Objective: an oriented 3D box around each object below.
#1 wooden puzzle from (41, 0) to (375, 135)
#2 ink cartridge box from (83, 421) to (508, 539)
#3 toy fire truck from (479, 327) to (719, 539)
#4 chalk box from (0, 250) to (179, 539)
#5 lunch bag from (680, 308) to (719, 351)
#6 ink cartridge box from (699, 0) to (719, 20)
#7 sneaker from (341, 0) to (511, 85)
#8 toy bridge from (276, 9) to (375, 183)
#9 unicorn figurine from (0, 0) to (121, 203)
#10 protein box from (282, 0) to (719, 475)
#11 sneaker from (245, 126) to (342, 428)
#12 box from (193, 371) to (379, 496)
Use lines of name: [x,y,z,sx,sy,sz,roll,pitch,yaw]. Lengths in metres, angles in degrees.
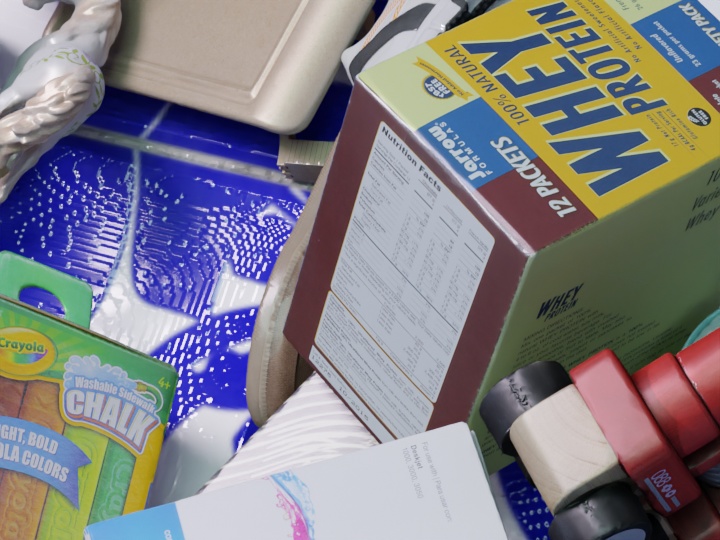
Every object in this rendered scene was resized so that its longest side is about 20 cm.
wooden puzzle: [-0.070,-0.175,1.750,0.199,0.037,0.186,19,74,36]
ink cartridge box: [-0.023,0.171,1.499,0.199,0.145,0.085,-16,51,-6]
toy fire truck: [0.171,0.060,1.458,0.199,0.176,0.129,-32,61,5]
chalk box: [-0.186,0.090,1.622,0.124,0.124,0.201,-14,59,56]
lunch bag: [0.206,0.126,1.563,0.160,0.077,0.201,25,77,21]
ink cartridge box: [0.167,-0.144,1.694,0.161,0.050,0.200,-40,68,-4]
sneaker: [0.063,-0.165,1.692,0.080,0.074,0.200,16,56,44]
toy bridge: [-0.026,-0.148,1.752,0.067,0.027,0.201,4,70,16]
unicorn figurine: [-0.180,-0.109,1.705,0.137,0.074,0.200,-47,30,6]
protein box: [0.090,-0.024,1.544,0.198,0.201,0.135,-27,61,-33]
sneaker: [0.000,0.000,1.665,0.075,0.070,0.201,16,75,18]
box: [-0.028,0.125,1.625,0.082,0.068,0.200,40,82,22]
